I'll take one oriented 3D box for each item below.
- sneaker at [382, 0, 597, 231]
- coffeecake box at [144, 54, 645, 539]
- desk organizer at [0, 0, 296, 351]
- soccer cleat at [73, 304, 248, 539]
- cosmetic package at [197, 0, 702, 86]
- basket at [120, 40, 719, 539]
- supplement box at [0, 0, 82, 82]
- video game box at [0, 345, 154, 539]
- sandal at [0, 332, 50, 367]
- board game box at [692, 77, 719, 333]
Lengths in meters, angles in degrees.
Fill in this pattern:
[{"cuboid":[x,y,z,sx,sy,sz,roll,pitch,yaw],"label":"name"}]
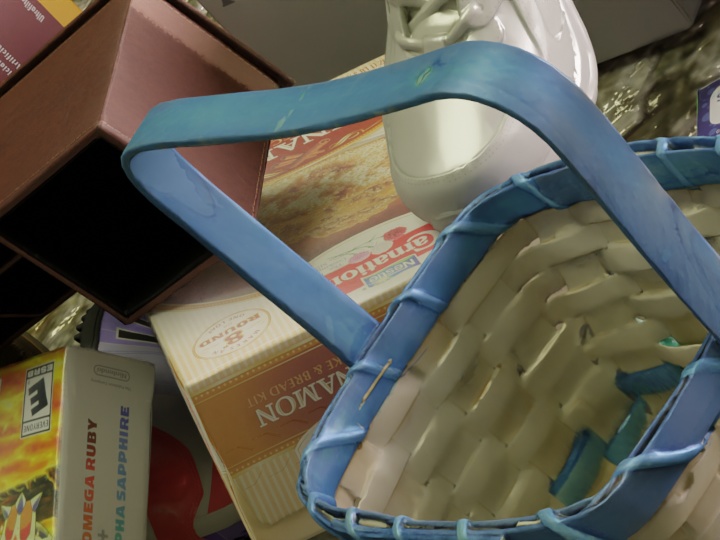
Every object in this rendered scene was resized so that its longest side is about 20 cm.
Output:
[{"cuboid":[0.027,-0.109,0.776,0.078,0.099,0.200,-15,54,30],"label":"sneaker"},{"cuboid":[0.000,0.000,0.843,0.153,0.073,0.200,-25,25,-5],"label":"coffeecake box"},{"cuboid":[-0.118,-0.011,0.826,0.200,0.072,0.077,-35,32,36],"label":"desk organizer"},{"cuboid":[-0.072,0.059,0.940,0.073,0.068,0.200,-18,22,-1],"label":"soccer cleat"},{"cuboid":[0.060,-0.178,1.018,0.199,0.123,0.200,-19,34,43],"label":"cosmetic package"},{"cuboid":[0.044,0.016,0.644,0.176,0.200,0.139,-1,55,53],"label":"basket"},{"cuboid":[-0.250,-0.049,1.278,0.200,0.133,0.197,-13,39,48],"label":"supplement box"},{"cuboid":[-0.155,0.136,0.863,0.200,0.047,0.182,-19,66,44],"label":"video game box"},{"cuboid":[-0.185,0.016,0.974,0.054,0.200,0.080,-14,-47,-56],"label":"sandal"},{"cuboid":[0.195,-0.057,0.729,0.200,0.034,0.135,-30,28,28],"label":"board game box"}]
